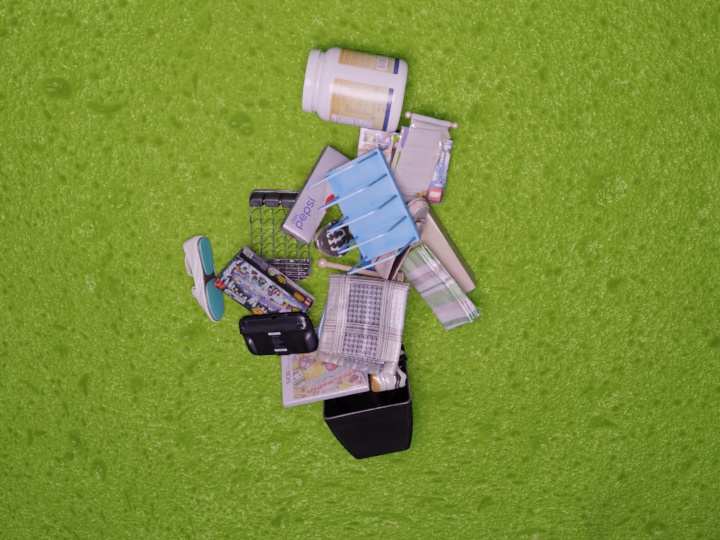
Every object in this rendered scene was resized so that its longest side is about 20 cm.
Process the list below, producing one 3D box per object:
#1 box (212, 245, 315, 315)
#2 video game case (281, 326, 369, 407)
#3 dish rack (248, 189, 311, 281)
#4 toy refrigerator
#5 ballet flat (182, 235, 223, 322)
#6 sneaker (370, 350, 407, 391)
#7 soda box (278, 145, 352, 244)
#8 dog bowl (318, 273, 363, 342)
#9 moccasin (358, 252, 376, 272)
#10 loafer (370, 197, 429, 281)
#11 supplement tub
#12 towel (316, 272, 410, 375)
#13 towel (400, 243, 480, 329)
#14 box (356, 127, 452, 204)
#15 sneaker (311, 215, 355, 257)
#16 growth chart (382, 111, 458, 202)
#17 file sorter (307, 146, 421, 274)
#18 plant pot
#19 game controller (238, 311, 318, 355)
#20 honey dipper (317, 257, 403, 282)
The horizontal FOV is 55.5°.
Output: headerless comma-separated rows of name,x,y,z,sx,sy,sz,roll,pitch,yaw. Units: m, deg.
box,-0.218,0.047,1.537,0.199,0.040,0.137,37,136,-14
video game case,-0.085,0.208,1.561,0.197,0.184,0.023,-12,142,6
dish rack,-0.176,-0.075,1.530,0.151,0.055,0.203,3,110,2
toy refrigerator,0.174,-0.037,1.523,0.075,0.070,0.201,-30,104,18
ballet flat,-0.362,0.019,1.566,0.068,0.070,0.203,-8,104,5
sneaker,0.061,0.192,1.540,0.086,0.202,0.076,-3,132,-3
soda box,-0.094,-0.159,1.450,0.068,0.063,0.202,31,81,-13
dog bowl,-0.034,0.100,1.534,0.110,0.050,0.203,14,81,12
moccasin,0.041,-0.081,1.505,0.079,0.069,0.202,0,134,-13
loafer,0.094,-0.060,1.441,0.071,0.063,0.201,0,136,-40
supplement tub,-0.011,-0.367,1.380,0.197,0.145,0.147,10,108,-1
towel,0.003,0.114,1.460,0.189,0.034,0.204,8,88,19
towel,0.161,0.041,1.501,0.031,0.149,0.201,-41,93,-26
box,0.088,-0.227,1.469,0.196,0.040,0.139,8,108,-1
sneaker,-0.069,-0.066,1.462,0.087,0.200,0.078,-15,97,21
growth chart,0.104,-0.227,1.400,0.143,0.018,0.202,12,115,-28
file sorter,0.003,-0.112,1.354,0.137,0.123,0.202,-20,101,32
plant pot,0.031,0.318,1.584,0.196,0.201,0.180,-13,121,6
game controller,-0.188,0.146,1.557,0.197,0.042,0.105,-6,123,29
honey dipper,0.000,0.000,1.510,0.197,0.038,0.038,14,109,-18
